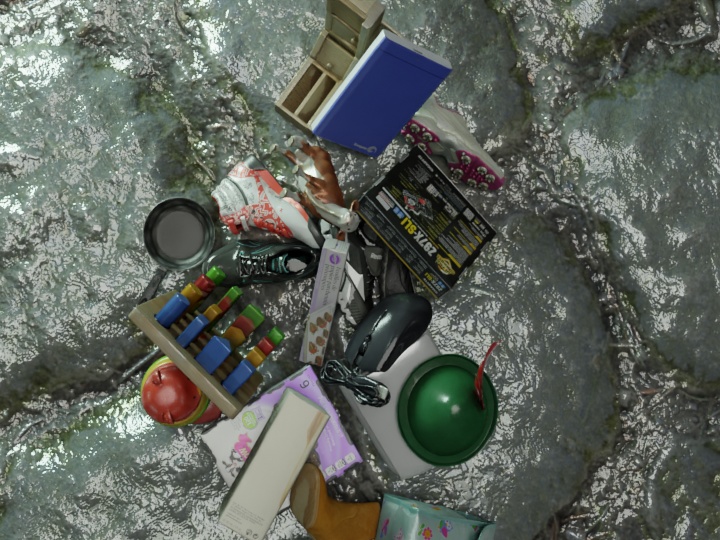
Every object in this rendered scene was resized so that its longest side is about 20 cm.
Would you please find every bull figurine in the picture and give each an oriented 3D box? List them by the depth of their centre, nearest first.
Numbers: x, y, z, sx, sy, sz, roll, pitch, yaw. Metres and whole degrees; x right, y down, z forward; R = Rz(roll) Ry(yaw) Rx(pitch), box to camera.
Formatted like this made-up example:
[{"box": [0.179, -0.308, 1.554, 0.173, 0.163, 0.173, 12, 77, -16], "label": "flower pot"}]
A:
[{"box": [-0.069, -0.132, 1.182, 0.120, 0.202, 0.065, 29, 116, -37], "label": "bull figurine"}]

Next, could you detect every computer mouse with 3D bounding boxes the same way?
[{"box": [0.033, 0.100, 1.152, 0.201, 0.137, 0.053, -49, 133, -24], "label": "computer mouse"}]

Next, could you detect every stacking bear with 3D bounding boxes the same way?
[{"box": [-0.266, 0.175, 1.118, 0.111, 0.200, 0.124, -11, 86, -7], "label": "stacking bear"}]

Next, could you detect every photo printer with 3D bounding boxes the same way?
[{"box": [0.081, 0.214, 1.202, 0.165, 0.069, 0.202, -32, 103, -8], "label": "photo printer"}]

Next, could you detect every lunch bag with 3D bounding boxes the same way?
[{"box": [0.118, 0.450, 1.175, 0.197, 0.121, 0.174, 22, 79, -27], "label": "lunch bag"}]

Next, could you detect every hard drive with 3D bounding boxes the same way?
[{"box": [0.030, -0.264, 1.180, 0.130, 0.200, 0.026, 14, 47, -33], "label": "hard drive"}]

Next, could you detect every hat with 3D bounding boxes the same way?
[{"box": [0.149, 0.211, 1.090, 0.164, 0.176, 0.202, -35, 104, -9], "label": "hat"}]

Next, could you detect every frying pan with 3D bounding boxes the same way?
[{"box": [-0.290, -0.019, 1.218, 0.112, 0.031, 0.194, 4, 88, -5], "label": "frying pan"}]

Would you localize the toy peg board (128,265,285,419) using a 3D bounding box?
[{"box": [-0.206, 0.087, 1.120, 0.200, 0.199, 0.098, 44, 95, -2], "label": "toy peg board"}]

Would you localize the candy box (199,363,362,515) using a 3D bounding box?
[{"box": [-0.122, 0.271, 1.190, 0.198, 0.072, 0.170, -30, 89, -8], "label": "candy box"}]

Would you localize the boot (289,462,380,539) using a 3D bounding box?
[{"box": [-0.032, 0.363, 1.158, 0.142, 0.071, 0.205, -7, 115, -32], "label": "boot"}]

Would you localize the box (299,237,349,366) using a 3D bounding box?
[{"box": [-0.056, 0.051, 1.183, 0.038, 0.042, 0.203, 13, 116, 0], "label": "box"}]

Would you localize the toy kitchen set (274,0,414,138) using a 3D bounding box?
[{"box": [-0.018, -0.298, 1.185, 0.162, 0.200, 0.182, 36, 82, -1], "label": "toy kitchen set"}]

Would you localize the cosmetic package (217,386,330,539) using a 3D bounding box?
[{"box": [-0.123, 0.275, 1.102, 0.070, 0.105, 0.202, 30, 84, -5], "label": "cosmetic package"}]

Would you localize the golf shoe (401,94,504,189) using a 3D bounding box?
[{"box": [0.164, -0.213, 1.264, 0.198, 0.075, 0.092, 35, 64, -11], "label": "golf shoe"}]

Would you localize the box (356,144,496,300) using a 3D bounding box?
[{"box": [0.105, -0.080, 1.221, 0.200, 0.049, 0.160, 46, 55, -2], "label": "box"}]

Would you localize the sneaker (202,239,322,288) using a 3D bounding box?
[{"box": [-0.152, -0.015, 1.207, 0.196, 0.079, 0.077, -8, 92, -5], "label": "sneaker"}]

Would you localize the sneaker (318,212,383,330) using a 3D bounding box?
[{"box": [0.000, 0.000, 1.216, 0.089, 0.066, 0.204, -18, 85, 25], "label": "sneaker"}]

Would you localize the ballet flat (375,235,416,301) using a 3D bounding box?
[{"box": [0.060, 0.030, 1.237, 0.065, 0.057, 0.204, -13, 87, -7], "label": "ballet flat"}]

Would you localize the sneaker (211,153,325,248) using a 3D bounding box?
[{"box": [-0.149, -0.080, 1.207, 0.108, 0.067, 0.202, -41, 73, -6], "label": "sneaker"}]
